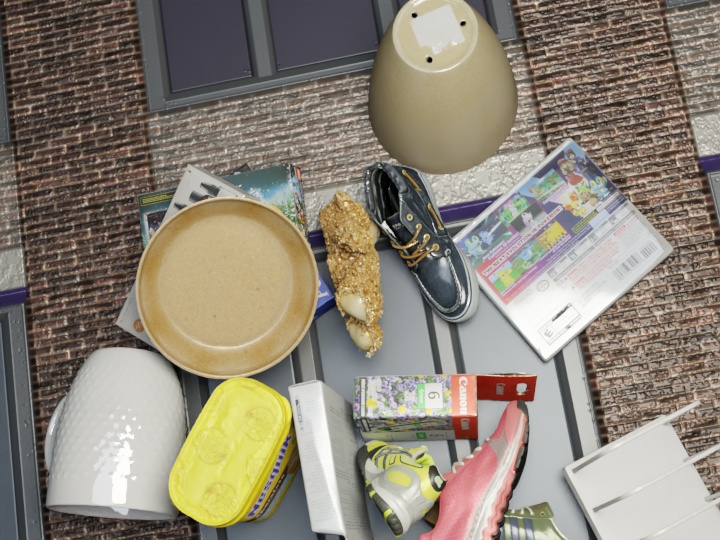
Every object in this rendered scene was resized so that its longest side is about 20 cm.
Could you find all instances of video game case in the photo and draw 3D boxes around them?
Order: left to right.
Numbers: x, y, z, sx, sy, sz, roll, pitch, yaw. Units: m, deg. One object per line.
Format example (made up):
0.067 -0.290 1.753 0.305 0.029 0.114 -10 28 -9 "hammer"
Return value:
0.231 -0.026 1.305 0.200 0.023 0.183 -40 76 -2 "video game case"

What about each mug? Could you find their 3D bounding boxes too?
-0.289 0.186 1.268 0.198 0.147 0.178 -10 68 36 "mug"

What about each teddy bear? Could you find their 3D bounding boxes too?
0.000 0.000 1.259 0.066 0.201 0.146 -15 119 3 "teddy bear"

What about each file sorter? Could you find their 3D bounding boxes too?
0.332 0.258 1.160 0.138 0.125 0.202 -23 76 -16 "file sorter"

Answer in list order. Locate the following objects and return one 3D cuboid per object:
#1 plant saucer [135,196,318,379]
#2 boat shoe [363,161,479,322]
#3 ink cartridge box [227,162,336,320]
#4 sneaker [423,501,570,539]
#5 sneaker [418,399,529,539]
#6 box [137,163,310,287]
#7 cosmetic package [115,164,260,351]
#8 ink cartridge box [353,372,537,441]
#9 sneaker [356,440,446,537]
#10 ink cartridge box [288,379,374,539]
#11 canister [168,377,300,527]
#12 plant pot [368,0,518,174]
-0.145 0.017 1.216 0.197 0.035 0.203 -3 103 -11 "plant saucer"
0.064 -0.032 1.282 0.071 0.091 0.202 -33 70 26 "boat shoe"
-0.118 -0.020 1.333 0.094 0.044 0.201 -34 76 1 "ink cartridge box"
0.175 0.290 1.222 0.199 0.067 0.090 30 75 12 "sneaker"
0.121 0.221 1.177 0.086 0.074 0.202 18 71 14 "sneaker"
-0.157 -0.037 1.295 0.198 0.038 0.138 -10 83 17 "box"
-0.196 -0.010 1.259 0.082 0.051 0.202 27 96 18 "cosmetic package"
0.096 0.153 1.233 0.197 0.109 0.051 -2 68 6 "ink cartridge box"
0.046 0.222 1.188 0.076 0.200 0.076 -32 101 -3 "sneaker"
-0.025 0.230 1.186 0.040 0.200 0.202 -13 74 6 "ink cartridge box"
-0.121 0.201 1.203 0.086 0.200 0.150 26 82 12 "canister"
0.090 -0.232 1.276 0.185 0.200 0.190 -2 76 6 "plant pot"
